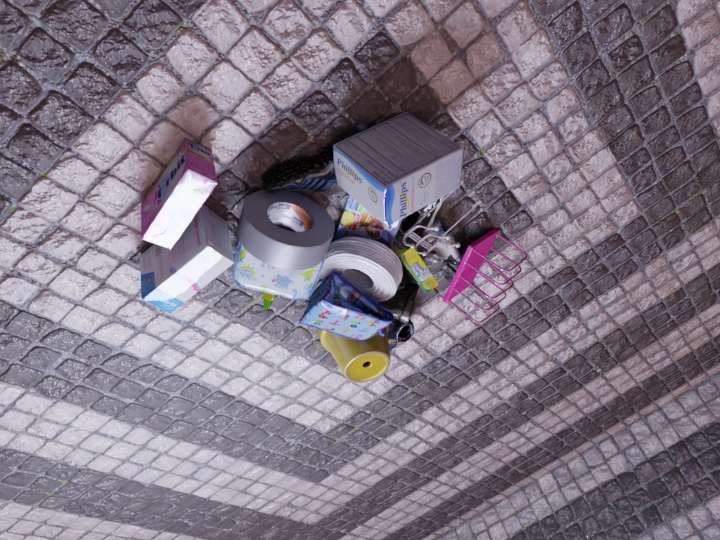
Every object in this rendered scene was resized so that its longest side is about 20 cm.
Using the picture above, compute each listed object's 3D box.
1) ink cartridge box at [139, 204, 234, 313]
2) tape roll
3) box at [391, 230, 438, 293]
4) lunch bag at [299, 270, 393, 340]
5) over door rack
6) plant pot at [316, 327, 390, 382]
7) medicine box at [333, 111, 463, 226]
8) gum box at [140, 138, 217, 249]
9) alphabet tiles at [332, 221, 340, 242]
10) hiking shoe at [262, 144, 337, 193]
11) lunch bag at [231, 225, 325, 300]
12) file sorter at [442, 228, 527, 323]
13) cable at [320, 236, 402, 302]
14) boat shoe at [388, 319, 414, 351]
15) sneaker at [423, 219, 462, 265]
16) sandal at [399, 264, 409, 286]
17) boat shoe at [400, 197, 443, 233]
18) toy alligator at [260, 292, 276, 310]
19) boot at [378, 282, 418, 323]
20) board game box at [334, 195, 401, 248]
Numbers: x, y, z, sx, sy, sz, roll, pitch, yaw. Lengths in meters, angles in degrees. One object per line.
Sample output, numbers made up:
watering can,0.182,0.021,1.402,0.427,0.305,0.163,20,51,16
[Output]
ink cartridge box,-0.377,-0.026,1.299,0.200,0.145,0.085,-37,135,16
tape roll,-0.158,-0.091,1.282,0.200,0.200,0.066,4,131,-25
box,0.118,-0.038,1.501,0.048,0.117,0.200,-36,135,2
lunch bag,-0.024,0.110,1.458,0.200,0.094,0.151,29,146,-12
over door rack,0.201,-0.114,1.392,0.200,0.067,0.148,-52,148,7
plant pot,-0.005,0.190,1.627,0.200,0.189,0.201,-11,135,-12
medicine box,0.076,-0.213,1.230,0.200,0.182,0.103,-30,140,-21
gum box,-0.371,-0.148,1.204,0.066,0.114,0.200,23,120,-37
alphabet tiles,-0.053,-0.055,1.499,0.199,0.008,0.167,-3,133,-18
hiking shoe,-0.109,-0.195,1.290,0.200,0.074,0.087,-19,136,-3
lunch bag,-0.186,-0.027,1.382,0.200,0.082,0.161,15,109,-17
file sorter,0.337,0.020,1.602,0.139,0.125,0.200,-29,148,-43
cable,0.000,0.000,1.437,0.200,0.069,0.200,18,147,6
boat shoe,0.101,0.190,1.738,0.071,0.091,0.201,-5,134,-17
sneaker,0.223,-0.067,1.558,0.200,0.072,0.073,40,68,-53
sandal,0.056,-0.015,1.527,0.048,0.075,0.200,-18,139,29
boat shoe,0.149,-0.168,1.421,0.067,0.072,0.200,-4,136,-24
toy alligator,-0.198,0.012,1.480,0.054,0.059,0.200,40,109,4
boot,0.059,0.060,1.588,0.174,0.200,0.069,19,113,3
board game box,0.032,-0.136,1.382,0.135,0.034,0.200,22,126,0
